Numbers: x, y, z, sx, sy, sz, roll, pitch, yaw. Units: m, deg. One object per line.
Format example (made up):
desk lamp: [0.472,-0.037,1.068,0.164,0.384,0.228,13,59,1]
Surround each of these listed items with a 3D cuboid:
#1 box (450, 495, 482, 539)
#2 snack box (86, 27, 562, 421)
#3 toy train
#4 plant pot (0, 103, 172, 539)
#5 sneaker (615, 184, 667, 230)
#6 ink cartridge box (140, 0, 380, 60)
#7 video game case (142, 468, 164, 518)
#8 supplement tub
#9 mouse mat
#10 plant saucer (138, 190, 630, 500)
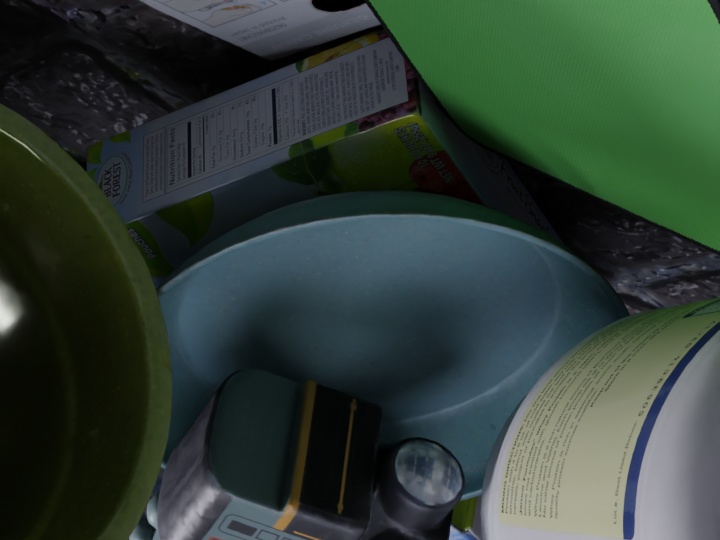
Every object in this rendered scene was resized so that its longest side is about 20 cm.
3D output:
box: [0.050,0.164,1.130,0.121,0.048,0.200,-5,147,33]
snack box: [0.000,0.000,0.780,0.141,0.053,0.200,-19,141,19]
toy train: [-0.037,0.117,0.767,0.113,0.086,0.200,22,139,-13]
plant pot: [-0.196,0.055,0.694,0.199,0.201,0.190,26,150,-21]
sneaker: [0.136,-0.046,0.652,0.199,0.081,0.075,32,168,8]
ink cartridge box: [-0.046,-0.135,0.617,0.162,0.058,0.199,-12,162,42]
video game case: [-0.077,0.106,0.927,0.199,0.183,0.024,27,153,-23]
supplement tub: [0.125,0.080,0.625,0.144,0.146,0.200,20,170,-11]
mouse mat: [0.059,-0.061,0.584,0.160,0.008,0.200,27,167,32]
plant saucer: [0.004,0.028,0.744,0.198,0.036,0.201,-3,142,-3]
